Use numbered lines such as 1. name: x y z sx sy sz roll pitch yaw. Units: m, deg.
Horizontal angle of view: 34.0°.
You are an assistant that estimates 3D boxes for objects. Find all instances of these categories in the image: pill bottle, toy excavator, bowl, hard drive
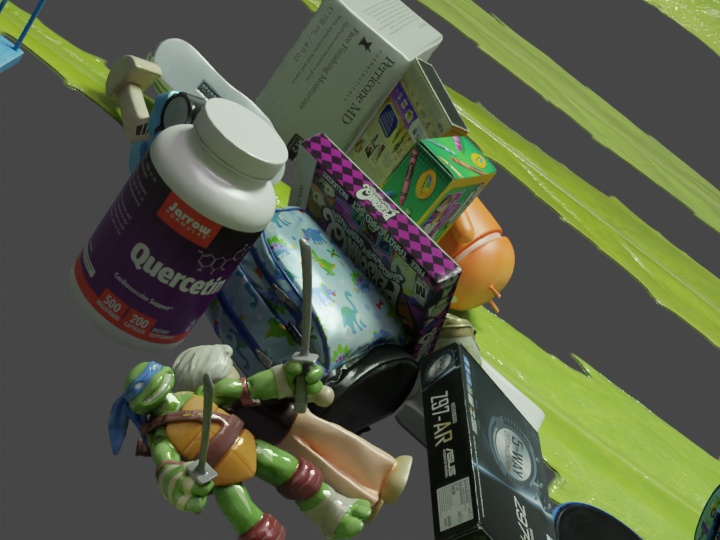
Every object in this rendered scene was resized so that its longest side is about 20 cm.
1. pill bottle: -0.144 -0.036 0.949 0.112 0.200 0.113 31 25 -16
2. toy excavator: -0.195 -0.133 1.184 0.099 0.199 0.197 13 76 -46
3. bowl: 0.241 0.303 1.112 0.200 0.039 0.201 32 25 -17
4. hard drive: 0.118 0.151 1.215 0.132 0.027 0.200 41 24 4

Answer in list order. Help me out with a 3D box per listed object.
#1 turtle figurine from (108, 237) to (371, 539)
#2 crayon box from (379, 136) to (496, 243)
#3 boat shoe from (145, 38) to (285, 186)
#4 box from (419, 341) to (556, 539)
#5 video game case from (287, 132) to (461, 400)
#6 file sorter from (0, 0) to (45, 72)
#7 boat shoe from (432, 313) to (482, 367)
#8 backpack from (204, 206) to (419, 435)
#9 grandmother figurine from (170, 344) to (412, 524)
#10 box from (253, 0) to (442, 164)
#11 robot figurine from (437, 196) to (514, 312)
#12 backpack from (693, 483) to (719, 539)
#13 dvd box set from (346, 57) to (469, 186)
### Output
1. turtle figurine: -0.066 0.126 0.810 0.194 0.199 0.144 50 17 -15
2. crayon box: 0.044 -0.047 1.237 0.058 0.200 0.119 46 25 14
3. boat shoe: -0.162 -0.174 1.320 0.201 0.074 0.065 53 -22 -16
4. box: 0.114 0.186 1.026 0.160 0.043 0.201 49 26 -35
5. video game case: 0.000 0.000 1.111 0.036 0.182 0.200 -27 60 -32
6. file sorter: -0.404 -0.284 1.103 0.199 0.123 0.139 36 25 -8
7. boat shoe: 0.085 0.066 1.193 0.072 0.064 0.201 -1 6 0
8. backpack: -0.054 0.041 1.044 0.200 0.155 0.163 37 27 26
9. grandmother figurine: -0.057 0.120 0.915 0.199 0.122 0.061 31 38 -7
10. box: -0.018 -0.244 1.488 0.130 0.199 0.200 39 24 1
11. robot figurine: 0.105 -0.038 1.401 0.116 0.144 0.201 -20 68 -47
12. backpack: 0.426 0.294 1.235 0.133 0.184 0.200 7 21 -23
13. dvd box set: 0.038 -0.127 1.364 0.029 0.201 0.147 20 30 -31
